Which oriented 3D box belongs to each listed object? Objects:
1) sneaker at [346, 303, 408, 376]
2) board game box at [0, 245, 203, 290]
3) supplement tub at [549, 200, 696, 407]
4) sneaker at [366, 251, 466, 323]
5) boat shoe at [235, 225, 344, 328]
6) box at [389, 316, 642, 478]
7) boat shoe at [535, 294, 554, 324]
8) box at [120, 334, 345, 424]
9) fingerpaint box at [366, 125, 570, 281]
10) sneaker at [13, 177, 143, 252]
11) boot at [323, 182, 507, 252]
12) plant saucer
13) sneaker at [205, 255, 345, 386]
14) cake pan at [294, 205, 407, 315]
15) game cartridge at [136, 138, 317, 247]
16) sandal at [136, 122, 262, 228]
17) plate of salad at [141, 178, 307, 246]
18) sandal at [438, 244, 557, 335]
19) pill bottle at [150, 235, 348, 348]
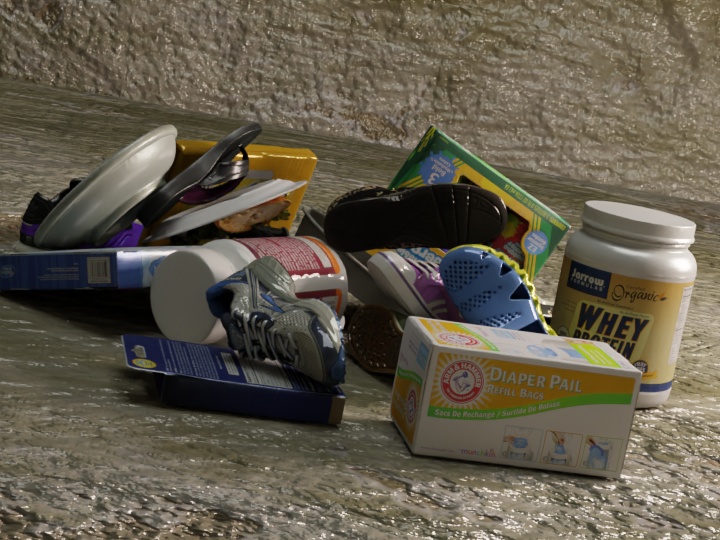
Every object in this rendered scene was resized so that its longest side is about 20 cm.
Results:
[{"bbox_3d":[0.067,0.090,1.660,0.090,0.067,0.200,22,-1,-30],"label":"sneaker"},{"bbox_3d":[-0.259,-0.003,1.733,0.199,0.044,0.199,-1,3,38],"label":"board game box"},{"bbox_3d":[0.283,0.035,1.749,0.144,0.201,0.144,9,11,-2],"label":"supplement tub"},{"bbox_3d":[0.088,0.006,1.726,0.073,0.114,0.200,42,0,39],"label":"sneaker"},{"bbox_3d":[-0.088,0.004,1.845,0.071,0.091,0.200,-1,15,-43],"label":"boat shoe"},{"bbox_3d":[0.138,0.114,1.469,0.199,0.102,0.113,8,11,-11],"label":"box"},{"bbox_3d":[0.224,0.069,1.902,0.201,0.074,0.063,16,45,-31],"label":"boat shoe"},{"bbox_3d":[-0.122,0.099,1.485,0.199,0.033,0.121,10,10,-13],"label":"box"},{"bbox_3d":[0.121,-0.047,1.929,0.200,0.167,0.073,35,7,-10],"label":"fingerpaint box"},{"bbox_3d":[-0.316,-0.061,1.939,0.199,0.100,0.069,-1,18,-44],"label":"sneaker"},{"bbox_3d":[0.053,-0.061,1.788,0.199,0.074,0.151,-9,7,-5],"label":"boot"},{"bbox_3d":[-0.268,-0.078,1.777,0.050,0.200,0.200,50,15,2],"label":"plant saucer"},{"bbox_3d":[-0.081,0.059,1.494,0.085,0.077,0.200,-18,30,-24],"label":"sneaker"},{"bbox_3d":[0.000,0.000,1.886,0.200,0.037,0.200,39,6,-5],"label":"cake pan"},{"bbox_3d":[-0.163,-0.072,1.954,0.199,0.177,0.032,1,33,-38],"label":"game cartridge"},{"bbox_3d":[-0.172,-0.099,1.816,0.048,0.075,0.200,46,52,1],"label":"sandal"},{"bbox_3d":[-0.150,-0.058,1.825,0.199,0.048,0.200,-20,7,3],"label":"plate of salad"},{"bbox_3d":[0.150,0.061,1.649,0.200,0.079,0.087,50,36,-1],"label":"sandal"},{"bbox_3d":[-0.114,0.023,1.668,0.114,0.115,0.200,18,13,35],"label":"pill bottle"}]
